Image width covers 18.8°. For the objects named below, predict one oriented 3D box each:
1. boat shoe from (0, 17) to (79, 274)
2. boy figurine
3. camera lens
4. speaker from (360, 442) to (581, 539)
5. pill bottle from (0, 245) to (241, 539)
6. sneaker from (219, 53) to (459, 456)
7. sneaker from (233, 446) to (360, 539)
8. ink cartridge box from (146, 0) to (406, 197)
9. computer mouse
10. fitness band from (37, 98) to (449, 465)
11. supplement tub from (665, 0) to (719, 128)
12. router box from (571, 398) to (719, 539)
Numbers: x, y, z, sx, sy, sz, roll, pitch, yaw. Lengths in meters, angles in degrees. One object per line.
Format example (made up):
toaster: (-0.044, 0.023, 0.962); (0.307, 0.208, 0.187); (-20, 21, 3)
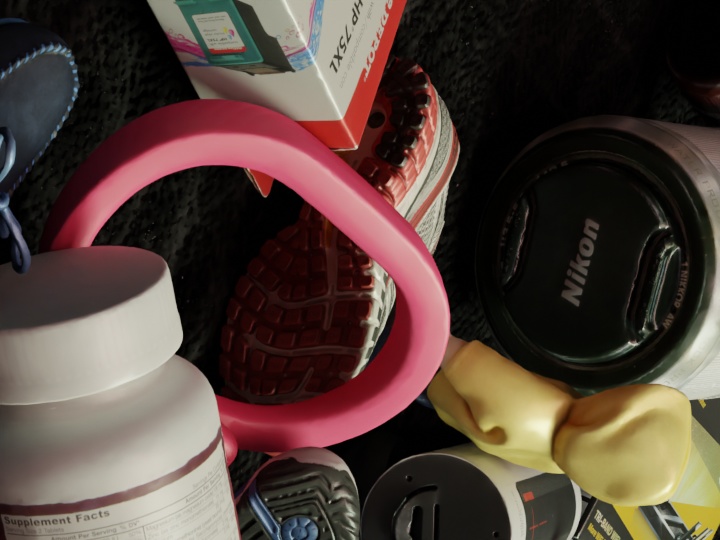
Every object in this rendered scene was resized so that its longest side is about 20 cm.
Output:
boat shoe: (-0.164, -0.012, 0.817); (0.200, 0.069, 0.084); (-55, 144, -24)
boy figurine: (0.073, 0.061, 1.089); (0.124, 0.200, 0.064); (42, 70, -51)
camera lens: (0.172, -0.005, 1.237); (0.200, 0.160, 0.160); (0, 107, -57)
speaker: (0.063, 0.132, 1.173); (0.200, 0.081, 0.081); (8, 101, -74)
pill bottle: (-0.104, 0.098, 0.875); (0.110, 0.109, 0.200); (-30, 118, -46)
sneaker: (0.000, 0.000, 1.061); (0.082, 0.078, 0.200); (38, 75, -58)
sneaker: (-0.049, 0.144, 1.037); (0.077, 0.076, 0.200); (-83, -168, -46)
ink cartridge box: (-0.033, -0.132, 0.924); (0.200, 0.067, 0.116); (62, 37, -49)
computer mouse: (0.012, 0.157, 1.212); (0.200, 0.034, 0.059); (79, 22, -46)
fitness band: (-0.049, 0.010, 0.943); (0.144, 0.037, 0.200); (-41, 127, 11)
supplement tub: (0.279, -0.095, 1.360); (0.200, 0.107, 0.107); (46, 67, -37)
router box: (0.186, 0.136, 1.432); (0.157, 0.052, 0.200); (-61, 147, -15)
